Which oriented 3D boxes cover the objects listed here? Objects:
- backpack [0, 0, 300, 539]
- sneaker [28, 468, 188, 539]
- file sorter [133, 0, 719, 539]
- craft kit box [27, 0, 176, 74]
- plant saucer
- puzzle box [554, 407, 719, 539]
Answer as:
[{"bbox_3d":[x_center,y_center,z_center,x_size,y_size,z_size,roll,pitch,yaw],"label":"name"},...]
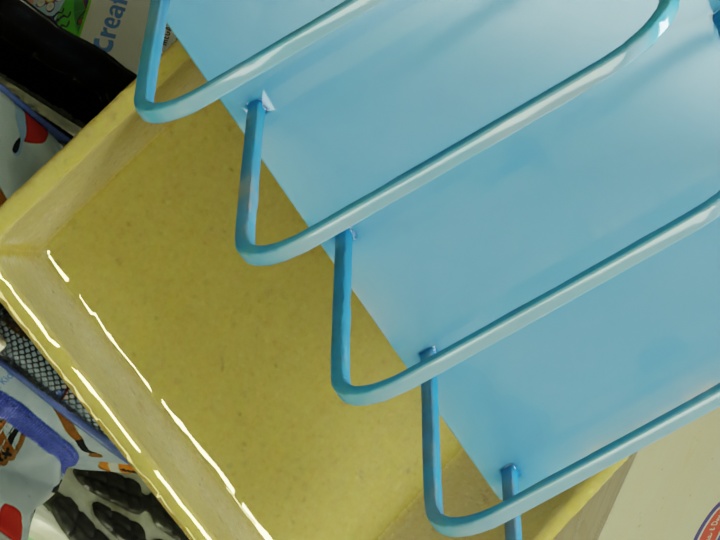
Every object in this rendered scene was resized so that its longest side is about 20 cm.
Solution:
[{"bbox_3d":[-0.154,-0.007,0.922,0.199,0.154,0.191,-6,134,51],"label":"backpack"},{"bbox_3d":[-0.130,0.100,1.086,0.199,0.077,0.089,33,126,-16],"label":"sneaker"},{"bbox_3d":[0.047,-0.019,0.778,0.138,0.123,0.200,-29,112,13],"label":"file sorter"},{"bbox_3d":[-0.111,-0.162,0.940,0.196,0.049,0.201,14,118,-15],"label":"craft kit box"},{"bbox_3d":[0.000,0.000,0.883,0.200,0.048,0.200,-45,114,-20],"label":"plant saucer"},{"bbox_3d":[0.150,0.045,1.051,0.132,0.025,0.201,-3,132,-29],"label":"puzzle box"}]
